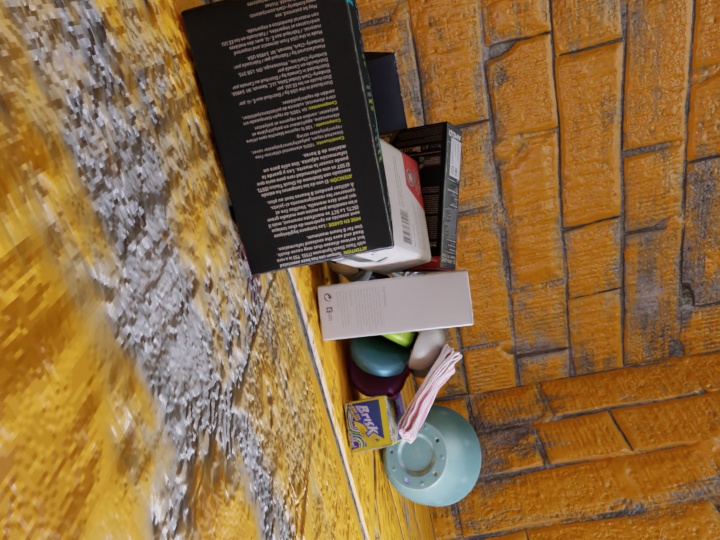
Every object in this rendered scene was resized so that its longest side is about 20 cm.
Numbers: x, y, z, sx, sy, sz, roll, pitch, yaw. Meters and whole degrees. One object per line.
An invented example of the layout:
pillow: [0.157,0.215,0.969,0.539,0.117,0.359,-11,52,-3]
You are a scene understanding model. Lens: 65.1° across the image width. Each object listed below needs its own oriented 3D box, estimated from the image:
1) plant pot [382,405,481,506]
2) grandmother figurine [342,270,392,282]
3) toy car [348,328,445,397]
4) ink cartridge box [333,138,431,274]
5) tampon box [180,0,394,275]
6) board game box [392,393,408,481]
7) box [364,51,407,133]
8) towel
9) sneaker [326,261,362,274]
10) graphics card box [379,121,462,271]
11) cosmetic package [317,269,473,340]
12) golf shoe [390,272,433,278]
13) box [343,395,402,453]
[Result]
plant pot: [0.130,0.368,1.130,0.161,0.196,0.205,37,40,-62]
grandmother figurine: [0.000,0.000,0.915,0.200,0.119,0.062,24,82,-84]
toy car: [0.039,0.133,0.916,0.152,0.172,0.200,-62,164,-12]
ink cartridge box: [-0.001,-0.087,0.705,0.198,0.082,0.150,15,64,-52]
tampon box: [-0.048,-0.122,0.491,0.150,0.123,0.205,-80,159,-74]
board game box: [0.091,0.401,1.361,0.134,0.044,0.205,31,49,-83]
box: [-0.006,-0.293,1.035,0.200,0.102,0.186,38,-35,59]
towel: [0.110,0.204,0.896,0.148,0.030,0.201,-56,163,-14]
sneaker: [-0.038,-0.101,0.803,0.131,0.078,0.202,71,9,-48]
graphics card box: [0.078,-0.100,0.807,0.050,0.123,0.205,7,84,-51]
cosmetic package: [0.048,0.046,0.764,0.101,0.195,0.073,16,67,-83]
golf shoe: [0.073,-0.002,0.873,0.091,0.076,0.200,35,9,-44]
box: [0.024,0.236,0.872,0.200,0.063,0.072,63,17,-74]
